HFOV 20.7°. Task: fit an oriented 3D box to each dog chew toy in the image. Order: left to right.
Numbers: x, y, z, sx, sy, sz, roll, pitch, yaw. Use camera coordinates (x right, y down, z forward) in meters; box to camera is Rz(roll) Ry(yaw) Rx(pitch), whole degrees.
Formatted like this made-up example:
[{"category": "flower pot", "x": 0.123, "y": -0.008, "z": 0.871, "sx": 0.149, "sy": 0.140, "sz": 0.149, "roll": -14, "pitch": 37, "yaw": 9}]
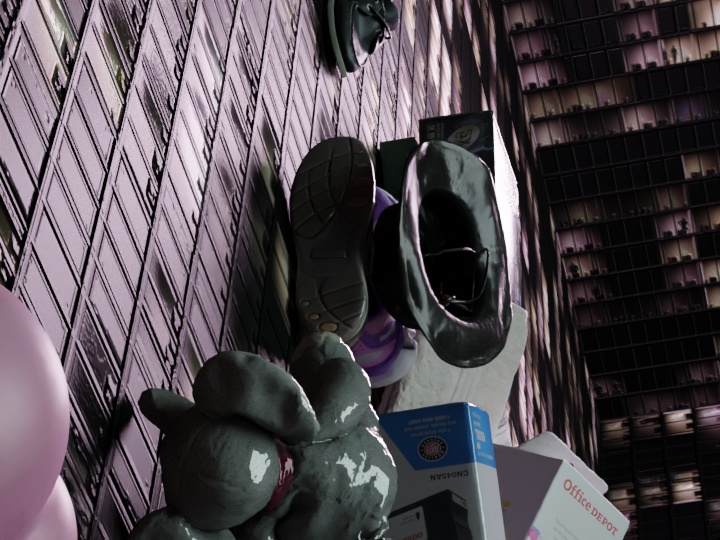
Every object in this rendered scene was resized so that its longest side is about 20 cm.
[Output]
[{"category": "dog chew toy", "x": -0.160, "y": 0.093, "z": 0.727, "sx": 0.125, "sy": 0.124, "sz": 0.201, "roll": -84, "pitch": 170, "yaw": -53}]

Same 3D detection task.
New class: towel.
[{"category": "towel", "x": 0.085, "y": 0.105, "z": 1.888, "sx": 0.132, "sy": 0.034, "sz": 0.201, "roll": 30, "pitch": 72, "yaw": -31}]

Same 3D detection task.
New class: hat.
[{"category": "hat", "x": 0.057, "y": -0.011, "z": 1.713, "sx": 0.200, "sy": 0.081, "sz": 0.201, "roll": 18, "pitch": 68, "yaw": -51}]

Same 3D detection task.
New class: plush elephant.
[{"category": "plush elephant", "x": -0.066, "y": 0.116, "z": 1.162, "sx": 0.155, "sy": 0.165, "sz": 0.200, "roll": 28, "pitch": 5, "yaw": -32}]

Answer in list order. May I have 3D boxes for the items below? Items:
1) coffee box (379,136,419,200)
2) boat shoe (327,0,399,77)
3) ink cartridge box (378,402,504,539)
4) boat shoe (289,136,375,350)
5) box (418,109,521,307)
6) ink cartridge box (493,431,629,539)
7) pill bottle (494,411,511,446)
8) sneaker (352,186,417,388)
[{"category": "coffee box", "x": 0.067, "y": -0.065, "z": 2.223, "sx": 0.200, "sy": 0.044, "sz": 0.123, "roll": 47, "pitch": 37, "yaw": -71}, {"category": "boat shoe", "x": 0.008, "y": -0.262, "z": 2.021, "sx": 0.200, "sy": 0.066, "sz": 0.075, "roll": -78, "pitch": 157, "yaw": -62}, {"category": "ink cartridge box", "x": 0.035, "y": 0.213, "z": 1.513, "sx": 0.084, "sy": 0.144, "sz": 0.201, "roll": 35, "pitch": 46, "yaw": -73}, {"category": "boat shoe", "x": -0.024, "y": -0.019, "z": 1.676, "sx": 0.073, "sy": 0.074, "sz": 0.201, "roll": 85, "pitch": 9, "yaw": -61}, {"category": "box", "x": 0.120, "y": -0.045, "z": 2.147, "sx": 0.164, "sy": 0.086, "sz": 0.201, "roll": 63, "pitch": 24, "yaw": -59}, {"category": "ink cartridge box", "x": 0.145, "y": 0.258, "z": 1.840, "sx": 0.129, "sy": 0.125, "sz": 0.200, "roll": 45, "pitch": 66, "yaw": -38}, {"category": "pill bottle", "x": 0.093, "y": 0.166, "z": 1.986, "sx": 0.114, "sy": 0.113, "sz": 0.201, "roll": -44, "pitch": 125, "yaw": -77}, {"category": "sneaker", "x": 0.000, "y": 0.000, "z": 1.757, "sx": 0.088, "sy": 0.080, "sz": 0.201, "roll": 40, "pitch": 38, "yaw": -51}]
